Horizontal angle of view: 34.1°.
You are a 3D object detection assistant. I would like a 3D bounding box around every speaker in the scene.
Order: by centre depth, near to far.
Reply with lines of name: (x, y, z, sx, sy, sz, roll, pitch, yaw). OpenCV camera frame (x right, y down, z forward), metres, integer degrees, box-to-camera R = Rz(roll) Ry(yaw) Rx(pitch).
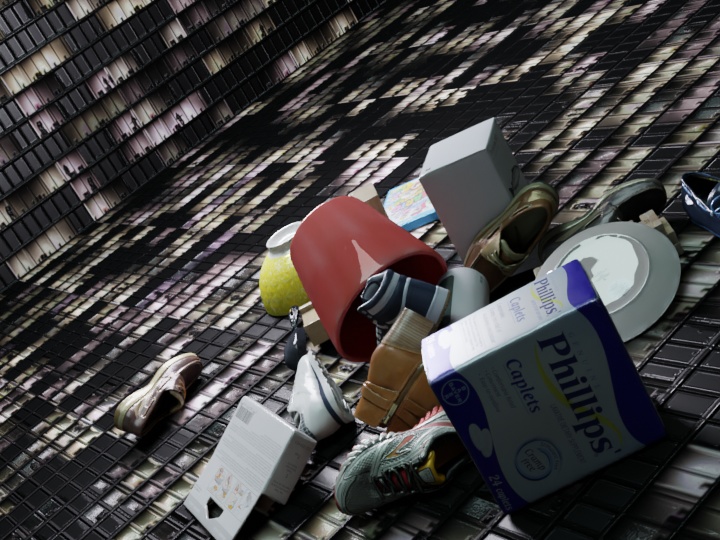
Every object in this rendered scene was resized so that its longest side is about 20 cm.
speaker: (0.136, 0.077, 1.597, 0.080, 0.082, 0.201, -24, 23, 19)

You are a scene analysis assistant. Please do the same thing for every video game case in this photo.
video game case: (0.099, -0.125, 2.188, 0.141, 0.018, 0.201, -22, 23, 23)

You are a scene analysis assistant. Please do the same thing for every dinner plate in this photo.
dinner plate: (0.306, 0.012, 1.490, 0.197, 0.024, 0.202, -19, 46, 20)

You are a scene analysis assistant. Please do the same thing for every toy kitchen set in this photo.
toy kitchen set: (-0.031, -0.020, 1.902, 0.198, 0.182, 0.163, -27, 20, 2)

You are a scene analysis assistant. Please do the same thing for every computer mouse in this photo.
computer mouse: (-0.110, 0.106, 1.902, 0.033, 0.060, 0.200, 1, 19, -7)

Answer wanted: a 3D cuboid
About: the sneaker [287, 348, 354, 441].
sneaker: (-0.071, 0.178, 1.677, 0.080, 0.077, 0.200, -40, 19, 4)

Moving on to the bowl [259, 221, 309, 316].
bowl: (-0.111, -0.021, 2.122, 0.198, 0.109, 0.201, -27, 22, 12)

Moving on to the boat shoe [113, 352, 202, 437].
boat shoe: (-0.323, 0.213, 1.973, 0.071, 0.073, 0.199, 21, 37, 27)

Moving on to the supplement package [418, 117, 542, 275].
supplement package: (0.186, -0.100, 1.750, 0.116, 0.202, 0.117, -21, 23, 25)

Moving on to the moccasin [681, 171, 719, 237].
moccasin: (0.468, -0.083, 1.505, 0.080, 0.069, 0.200, -36, 21, -13)

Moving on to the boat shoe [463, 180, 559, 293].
boat shoe: (0.208, -0.037, 1.668, 0.201, 0.075, 0.074, -57, 6, 29)

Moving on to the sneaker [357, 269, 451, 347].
sneaker: (0.036, 0.082, 1.563, 0.071, 0.107, 0.202, -72, 6, -53)

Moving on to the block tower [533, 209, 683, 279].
block tower: (0.324, -0.010, 1.566, 0.198, 0.054, 0.058, -27, 20, 10)

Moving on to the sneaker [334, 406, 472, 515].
sneaker: (0.057, 0.225, 1.376, 0.198, 0.078, 0.082, -32, 22, 0)

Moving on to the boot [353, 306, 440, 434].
boot: (0.098, 0.156, 1.456, 0.157, 0.198, 0.077, -63, -9, -2)

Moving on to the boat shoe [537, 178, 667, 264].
boat shoe: (0.341, -0.050, 1.627, 0.199, 0.075, 0.074, -35, 29, 17)

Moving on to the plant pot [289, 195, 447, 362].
plant pot: (0.000, 0.000, 1.709, 0.199, 0.202, 0.178, -35, 54, -10)

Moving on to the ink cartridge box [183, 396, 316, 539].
ink cartridge box: (-0.154, 0.278, 1.601, 0.178, 0.044, 0.199, -61, 26, -6)

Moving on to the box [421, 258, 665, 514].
box: (0.194, 0.125, 1.258, 0.198, 0.186, 0.105, -28, 19, 8)
